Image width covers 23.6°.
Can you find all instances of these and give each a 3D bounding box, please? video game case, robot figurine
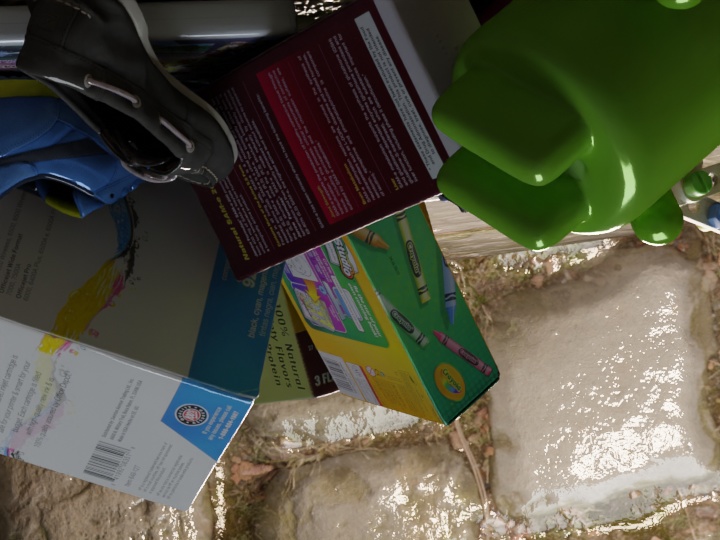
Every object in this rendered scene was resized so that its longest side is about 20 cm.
[{"bbox_3d":[-0.157,-0.118,0.957,0.200,0.023,0.182,-5,176,-21],"label":"video game case"},{"bbox_3d":[0.125,-0.096,0.824,0.116,0.176,0.200,33,-123,33],"label":"robot figurine"}]

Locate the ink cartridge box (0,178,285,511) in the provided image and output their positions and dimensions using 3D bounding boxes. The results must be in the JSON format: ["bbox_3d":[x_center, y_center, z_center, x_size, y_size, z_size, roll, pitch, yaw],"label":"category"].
[{"bbox_3d":[-0.166,0.027,1.045,0.200,0.145,0.147,19,141,-12],"label":"ink cartridge box"}]

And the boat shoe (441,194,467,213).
[{"bbox_3d":[0.000,-0.079,1.004,0.199,0.066,0.075,20,172,30],"label":"boat shoe"}]

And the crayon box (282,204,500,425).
[{"bbox_3d":[0.000,0.000,1.131,0.058,0.200,0.119,-40,-152,-25],"label":"crayon box"}]

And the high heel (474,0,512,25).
[{"bbox_3d":[0.145,-0.129,1.027,0.200,0.067,0.096,13,175,-39],"label":"high heel"}]

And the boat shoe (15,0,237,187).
[{"bbox_3d":[-0.119,-0.080,0.862,0.067,0.057,0.200,16,162,21],"label":"boat shoe"}]

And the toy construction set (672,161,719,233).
[{"bbox_3d":[0.183,-0.086,1.229,0.200,0.131,0.092,-4,175,-34],"label":"toy construction set"}]

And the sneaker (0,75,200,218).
[{"bbox_3d":[-0.147,-0.067,0.990,0.066,0.078,0.200,-13,174,42],"label":"sneaker"}]

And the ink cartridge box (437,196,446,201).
[{"bbox_3d":[0.172,-0.102,1.400,0.200,0.076,0.136,-5,176,-45],"label":"ink cartridge box"}]

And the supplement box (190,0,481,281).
[{"bbox_3d":[-0.013,-0.076,0.930,0.200,0.109,0.061,-21,-173,45],"label":"supplement box"}]

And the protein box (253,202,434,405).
[{"bbox_3d":[-0.049,-0.009,1.315,0.135,0.199,0.200,-16,-179,-28],"label":"protein box"}]
